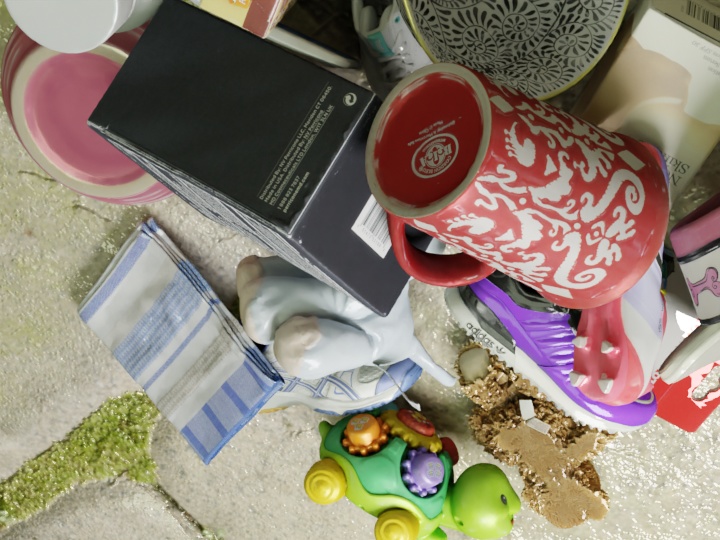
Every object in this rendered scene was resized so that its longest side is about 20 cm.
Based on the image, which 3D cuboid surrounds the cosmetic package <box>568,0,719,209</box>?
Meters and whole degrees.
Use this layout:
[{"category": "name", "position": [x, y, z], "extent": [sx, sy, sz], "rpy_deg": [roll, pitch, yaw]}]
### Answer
[{"category": "cosmetic package", "position": [0.218, -0.113, 1.132], "extent": [0.105, 0.071, 0.200], "rpy_deg": [27, 125, -1]}]

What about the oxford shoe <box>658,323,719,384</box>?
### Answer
[{"category": "oxford shoe", "position": [0.320, 0.036, 1.142], "extent": [0.058, 0.200, 0.075], "rpy_deg": [57, 166, 4]}]

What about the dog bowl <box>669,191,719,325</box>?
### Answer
[{"category": "dog bowl", "position": [0.317, -0.044, 1.082], "extent": [0.200, 0.200, 0.074], "rpy_deg": [-35, 87, 31]}]

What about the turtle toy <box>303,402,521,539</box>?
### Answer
[{"category": "turtle toy", "position": [0.048, 0.188, 1.335], "extent": [0.200, 0.146, 0.101], "rpy_deg": [32, 102, 9]}]

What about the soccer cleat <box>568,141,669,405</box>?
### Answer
[{"category": "soccer cleat", "position": [0.205, 0.003, 1.115], "extent": [0.067, 0.076, 0.201], "rpy_deg": [12, 97, 43]}]

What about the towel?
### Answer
[{"category": "towel", "position": [-0.170, 0.067, 1.350], "extent": [0.200, 0.024, 0.147], "rpy_deg": [49, 126, 8]}]

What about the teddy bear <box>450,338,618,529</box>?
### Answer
[{"category": "teddy bear", "position": [0.161, 0.135, 1.317], "extent": [0.145, 0.067, 0.200], "rpy_deg": [-37, 101, 31]}]

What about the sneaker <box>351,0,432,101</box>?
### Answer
[{"category": "sneaker", "position": [0.023, -0.183, 1.134], "extent": [0.075, 0.089, 0.201], "rpy_deg": [-4, 121, 17]}]

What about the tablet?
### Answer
[{"category": "tablet", "position": [-0.063, -0.180, 1.104], "extent": [0.130, 0.200, 0.014], "rpy_deg": [25, 99, -1]}]

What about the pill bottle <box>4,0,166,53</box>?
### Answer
[{"category": "pill bottle", "position": [-0.183, -0.242, 1.087], "extent": [0.114, 0.200, 0.115], "rpy_deg": [8, 124, 12]}]

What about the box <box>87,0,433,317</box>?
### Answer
[{"category": "box", "position": [-0.060, -0.084, 1.098], "extent": [0.198, 0.124, 0.200], "rpy_deg": [28, 174, 26]}]

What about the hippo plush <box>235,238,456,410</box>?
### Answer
[{"category": "hippo plush", "position": [0.000, 0.000, 1.215], "extent": [0.200, 0.159, 0.161], "rpy_deg": [34, 115, 16]}]

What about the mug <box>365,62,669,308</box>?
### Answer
[{"category": "mug", "position": [0.095, -0.043, 1.023], "extent": [0.200, 0.133, 0.178], "rpy_deg": [20, 112, -46]}]

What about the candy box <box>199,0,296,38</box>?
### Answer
[{"category": "candy box", "position": [-0.044, -0.254, 1.034], "extent": [0.055, 0.200, 0.116], "rpy_deg": [26, 120, 0]}]

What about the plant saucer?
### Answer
[{"category": "plant saucer", "position": [-0.220, -0.139, 1.256], "extent": [0.199, 0.051, 0.201], "rpy_deg": [8, 123, 12]}]

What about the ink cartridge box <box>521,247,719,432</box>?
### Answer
[{"category": "ink cartridge box", "position": [0.225, 0.038, 1.229], "extent": [0.199, 0.067, 0.116], "rpy_deg": [29, 126, -3]}]

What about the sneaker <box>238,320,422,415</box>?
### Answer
[{"category": "sneaker", "position": [-0.043, 0.078, 1.329], "extent": [0.199, 0.075, 0.088], "rpy_deg": [-7, 119, 19]}]

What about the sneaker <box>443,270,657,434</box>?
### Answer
[{"category": "sneaker", "position": [0.171, 0.048, 1.168], "extent": [0.200, 0.070, 0.100], "rpy_deg": [35, 120, -9]}]

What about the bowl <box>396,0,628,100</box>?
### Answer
[{"category": "bowl", "position": [0.092, -0.226, 1.063], "extent": [0.094, 0.200, 0.201], "rpy_deg": [22, 142, 58]}]
